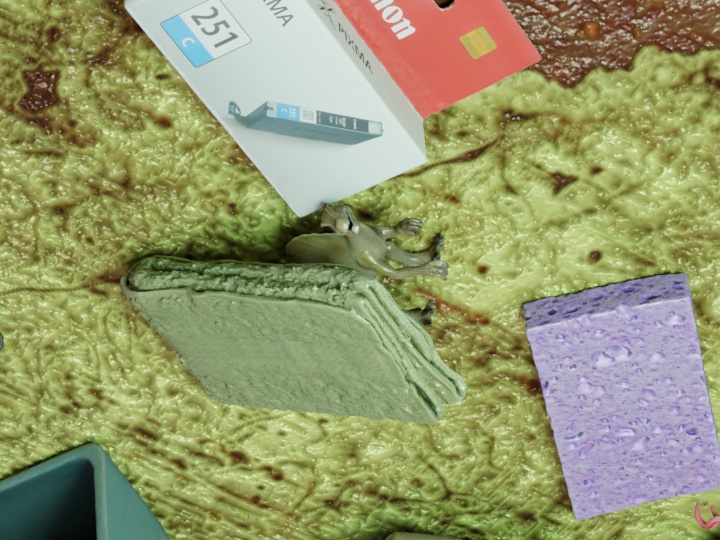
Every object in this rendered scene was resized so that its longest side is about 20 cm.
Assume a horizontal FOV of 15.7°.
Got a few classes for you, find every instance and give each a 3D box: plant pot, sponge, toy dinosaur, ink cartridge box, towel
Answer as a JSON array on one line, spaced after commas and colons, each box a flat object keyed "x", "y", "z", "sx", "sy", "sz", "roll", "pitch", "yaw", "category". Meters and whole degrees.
[{"x": -0.208, "y": 0.276, "z": 1.819, "sx": 0.196, "sy": 0.196, "sz": 0.200, "roll": -23, "pitch": 139, "yaw": 17, "category": "plant pot"}, {"x": 0.182, "y": 0.088, "z": 1.771, "sx": 0.111, "sy": 0.030, "sz": 0.200, "roll": -12, "pitch": 133, "yaw": 7, "category": "sponge"}, {"x": 0.000, "y": 0.000, "z": 1.664, "sx": 0.101, "sy": 0.058, "sz": 0.200, "roll": 10, "pitch": 152, "yaw": -5, "category": "toy dinosaur"}, {"x": -0.013, "y": -0.138, "z": 1.529, "sx": 0.176, "sy": 0.045, "sz": 0.200, "roll": -24, "pitch": 131, "yaw": 19, "category": "ink cartridge box"}, {"x": -0.043, "y": 0.042, "z": 1.656, "sx": 0.200, "sy": 0.037, "sz": 0.148, "roll": 1, "pitch": 144, "yaw": 32, "category": "towel"}]

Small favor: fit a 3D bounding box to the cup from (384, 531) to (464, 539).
[{"x": 0.051, "y": 0.268, "z": 1.843, "sx": 0.143, "sy": 0.200, "sz": 0.200, "roll": 35, "pitch": 126, "yaw": -2, "category": "cup"}]

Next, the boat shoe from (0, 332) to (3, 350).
[{"x": -0.328, "y": 0.038, "z": 1.672, "sx": 0.199, "sy": 0.072, "sz": 0.068, "roll": 19, "pitch": 93, "yaw": -13, "category": "boat shoe"}]

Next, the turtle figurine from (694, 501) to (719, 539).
[{"x": 0.283, "y": 0.238, "z": 1.876, "sx": 0.149, "sy": 0.101, "sz": 0.200, "roll": 12, "pitch": 149, "yaw": 4, "category": "turtle figurine"}]
